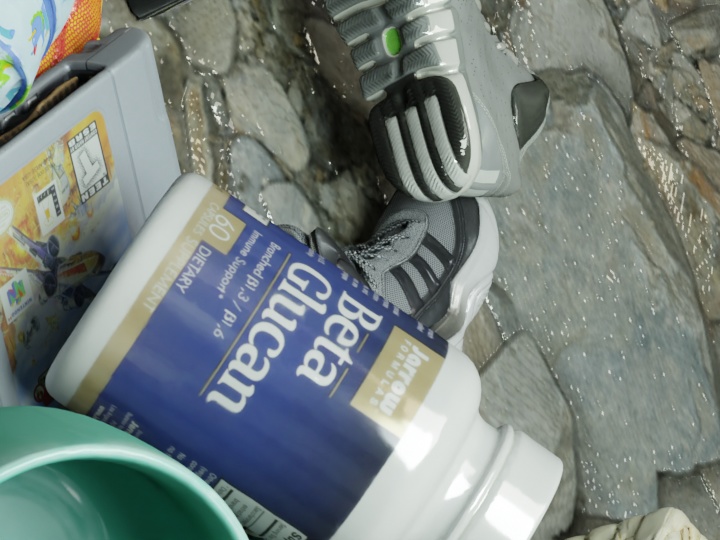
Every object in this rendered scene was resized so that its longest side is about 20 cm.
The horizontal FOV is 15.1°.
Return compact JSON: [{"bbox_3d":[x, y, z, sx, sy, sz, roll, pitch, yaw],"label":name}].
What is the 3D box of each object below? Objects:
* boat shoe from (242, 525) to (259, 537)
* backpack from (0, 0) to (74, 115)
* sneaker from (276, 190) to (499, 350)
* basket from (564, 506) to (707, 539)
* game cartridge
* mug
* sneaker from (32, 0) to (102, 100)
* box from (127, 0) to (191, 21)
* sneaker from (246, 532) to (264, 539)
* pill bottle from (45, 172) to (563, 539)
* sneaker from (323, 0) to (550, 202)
[{"bbox_3d":[-0.071,0.095,1.194,0.200,0.075,0.062,-27,111,-45],"label":"boat shoe"},{"bbox_3d":[-0.194,-0.101,1.036,0.163,0.199,0.154,45,44,-29],"label":"backpack"},{"bbox_3d":[0.000,0.000,1.332,0.114,0.075,0.201,47,45,-31],"label":"sneaker"},{"bbox_3d":[0.115,0.226,1.321,0.124,0.135,0.200,54,39,-16],"label":"basket"},{"bbox_3d":[-0.138,-0.003,1.153,0.200,0.041,0.134,-45,129,-46],"label":"game cartridge"},{"bbox_3d":[-0.142,0.127,1.036,0.184,0.114,0.153,13,93,-27],"label":"mug"},{"bbox_3d":[-0.148,-0.131,1.232,0.077,0.073,0.201,54,44,-44],"label":"sneaker"},{"bbox_3d":[-0.093,-0.240,1.359,0.160,0.044,0.201,-32,99,-54],"label":"box"},{"bbox_3d":[-0.051,0.177,1.204,0.200,0.077,0.092,-49,128,-46],"label":"sneaker"},{"bbox_3d":[-0.020,0.057,1.120,0.199,0.111,0.111,34,44,-4],"label":"pill bottle"},{"bbox_3d":[0.042,-0.126,1.386,0.115,0.075,0.201,8,69,-55],"label":"sneaker"}]
